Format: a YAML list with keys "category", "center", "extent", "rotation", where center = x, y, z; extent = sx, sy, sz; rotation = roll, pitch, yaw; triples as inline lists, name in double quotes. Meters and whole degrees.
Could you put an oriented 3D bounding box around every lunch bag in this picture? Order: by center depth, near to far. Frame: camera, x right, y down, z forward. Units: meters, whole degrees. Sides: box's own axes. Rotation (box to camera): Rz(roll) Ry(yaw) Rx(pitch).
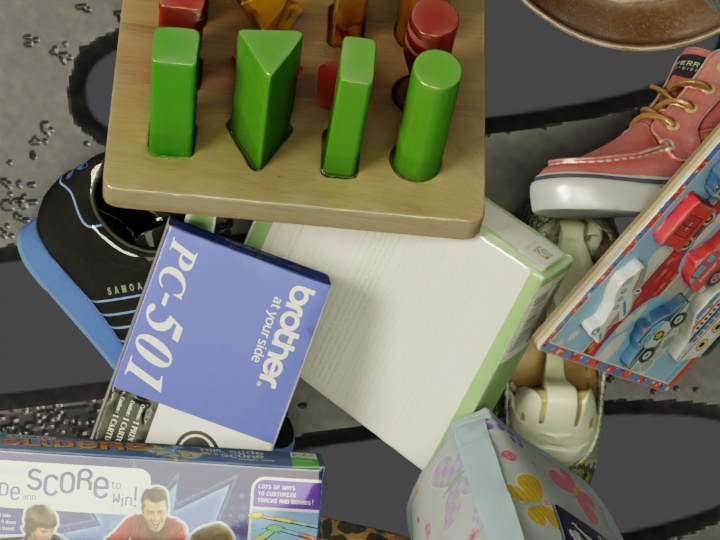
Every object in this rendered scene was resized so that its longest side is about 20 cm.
- category: "lunch bag"
  center: [0.095, 0.198, 1.222]
  extent: [0.126, 0.170, 0.201]
  rotation: [-16, 123, -1]

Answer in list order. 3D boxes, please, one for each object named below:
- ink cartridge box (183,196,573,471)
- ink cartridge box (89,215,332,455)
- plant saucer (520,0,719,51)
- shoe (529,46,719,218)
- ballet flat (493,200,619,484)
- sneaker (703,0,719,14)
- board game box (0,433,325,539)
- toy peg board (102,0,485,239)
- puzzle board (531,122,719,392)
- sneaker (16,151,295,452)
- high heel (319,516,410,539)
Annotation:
- category: "ink cartridge box"
  center: [0.000, 0.000, 1.266]
  extent: [0.199, 0.048, 0.146]
  rotation: [36, 121, 16]
- category: "ink cartridge box"
  center: [-0.092, 0.083, 1.220]
  extent: [0.093, 0.044, 0.201]
  rotation: [20, 96, -6]
- category: "plant saucer"
  center: [0.156, -0.224, 1.288]
  extent: [0.198, 0.037, 0.202]
  rotation: [0, 96, -4]
- category: "shoe"
  center: [0.170, -0.076, 1.256]
  extent: [0.199, 0.071, 0.092]
  rotation: [-3, 91, -37]
- category: "ballet flat"
  center: [0.109, 0.049, 1.294]
  extent: [0.071, 0.072, 0.202]
  rotation: [4, 95, -4]
- category: "sneaker"
  center: [0.193, -0.202, 1.242]
  extent: [0.200, 0.070, 0.081]
  rotation: [39, 67, -14]
- category: "board game box"
  center: [-0.122, 0.158, 1.187]
  extent: [0.198, 0.034, 0.137]
  rotation: [5, 97, -6]
- category: "toy peg board"
  center: [-0.027, -0.134, 1.203]
  extent: [0.198, 0.098, 0.201]
  rotation: [5, 57, -5]
- category: "puzzle board"
  center: [0.197, -0.017, 1.240]
  extent: [0.200, 0.150, 0.017]
  rotation: [-49, 55, 16]
- category: "sneaker"
  center: [-0.100, 0.024, 1.261]
  extent: [0.200, 0.070, 0.078]
  rotation: [45, 120, -1]
- category: "high heel"
  center: [-0.048, 0.125, 1.306]
  extent: [0.142, 0.071, 0.201]
  rotation: [-25, 85, -22]
